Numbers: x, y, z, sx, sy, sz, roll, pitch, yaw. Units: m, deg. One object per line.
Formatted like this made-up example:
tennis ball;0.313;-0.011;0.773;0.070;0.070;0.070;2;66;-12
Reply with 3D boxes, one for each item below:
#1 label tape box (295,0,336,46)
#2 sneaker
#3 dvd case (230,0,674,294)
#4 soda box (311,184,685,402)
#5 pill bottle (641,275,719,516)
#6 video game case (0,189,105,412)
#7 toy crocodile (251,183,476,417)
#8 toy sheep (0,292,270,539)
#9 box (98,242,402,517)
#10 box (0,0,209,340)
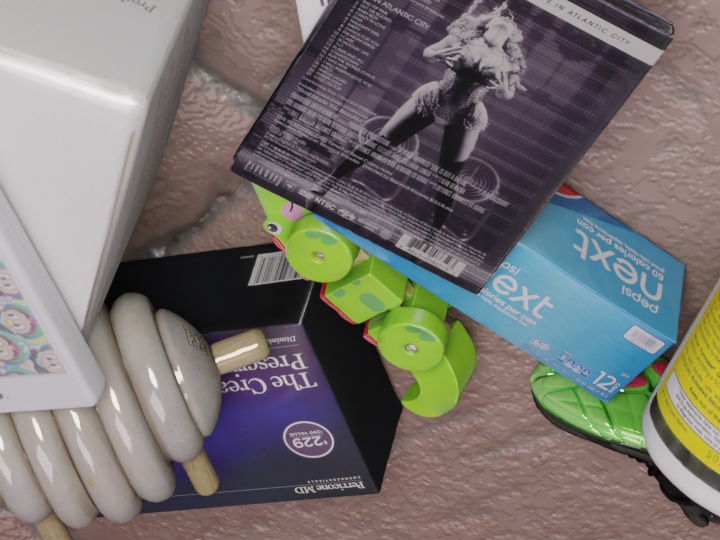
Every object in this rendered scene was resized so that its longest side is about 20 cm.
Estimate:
label tape box;0.038;-0.164;1.247;0.144;0.063;0.200;1;133;14
sneaker;0.185;0.106;1.448;0.199;0.077;0.084;23;130;-4
dvd case;0.042;-0.085;1.262;0.148;0.016;0.200;27;132;-10
soda box;0.076;-0.016;1.370;0.200;0.068;0.064;33;130;-15
pill bottle;0.237;0.030;1.326;0.112;0.113;0.200;23;121;-6
video game case;-0.245;0.000;1.269;0.181;0.024;0.200;-5;132;23
toy crocodile;0.000;0.000;1.407;0.062;0.068;0.200;-25;122;34
toy sheep;-0.142;0.077;1.380;0.199;0.138;0.138;-25;127;-3
box;-0.094;0.066;1.490;0.199;0.079;0.141;-7;132;22
box;-0.196;-0.098;1.298;0.198;0.172;0.200;18;134;-1
